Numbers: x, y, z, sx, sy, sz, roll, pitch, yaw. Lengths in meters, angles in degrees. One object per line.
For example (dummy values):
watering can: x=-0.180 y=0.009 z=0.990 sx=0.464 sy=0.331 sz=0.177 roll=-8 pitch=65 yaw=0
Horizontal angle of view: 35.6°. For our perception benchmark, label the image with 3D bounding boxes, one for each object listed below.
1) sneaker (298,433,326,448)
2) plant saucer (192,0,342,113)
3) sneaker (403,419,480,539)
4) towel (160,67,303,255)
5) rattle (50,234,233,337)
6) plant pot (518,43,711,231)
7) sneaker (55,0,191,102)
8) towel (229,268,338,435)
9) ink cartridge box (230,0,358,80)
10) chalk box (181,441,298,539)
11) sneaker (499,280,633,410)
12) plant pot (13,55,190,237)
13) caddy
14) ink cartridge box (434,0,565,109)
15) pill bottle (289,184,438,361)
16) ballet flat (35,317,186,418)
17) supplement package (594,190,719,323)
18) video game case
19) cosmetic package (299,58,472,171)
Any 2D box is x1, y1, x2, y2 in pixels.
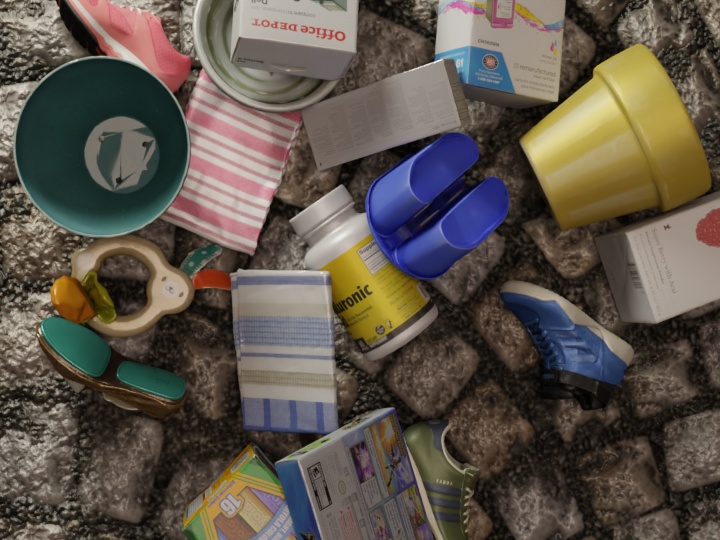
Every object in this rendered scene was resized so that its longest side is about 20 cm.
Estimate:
sneaker: x=-0.006 y=0.254 z=1.404 sx=0.089 sy=0.067 sz=0.202 roll=-21 pitch=85 yaw=-26
plant saucer: x=-0.111 y=-0.286 z=1.387 sx=0.197 sy=0.050 sz=0.203 roll=3 pitch=78 yaw=-13
sneaker: x=0.115 y=0.281 z=1.406 sx=0.089 sy=0.067 sz=0.202 roll=-25 pitch=90 yaw=-2
towel: x=-0.165 y=-0.137 z=1.396 sx=0.145 sy=0.030 sz=0.203 roll=21 pitch=85 yaw=-7
rattle: x=-0.253 y=0.009 z=1.332 sx=0.197 sy=0.143 sz=0.132 roll=0 pitch=71 yaw=-2
plant pot: x=0.306 y=-0.148 z=1.396 sx=0.187 sy=0.201 sz=0.203 roll=-26 pitch=93 yaw=8
sneaker: x=-0.290 y=-0.292 z=1.370 sx=0.200 sy=0.074 sz=0.087 roll=47 pitch=71 yaw=-11
towel: x=-0.091 y=0.098 z=1.363 sx=0.145 sy=0.024 sz=0.203 roll=-1 pitch=95 yaw=29
ink cartridge box: x=-0.075 y=-0.344 z=1.337 sx=0.144 sy=0.084 sz=0.203 roll=5 pitch=77 yaw=-13
chalk box: x=-0.105 y=0.328 z=1.352 sx=0.124 sy=0.125 sz=0.200 roll=-43 pitch=94 yaw=-7
sneaker: x=0.248 y=0.103 z=1.431 sx=0.199 sy=0.077 sz=0.112 roll=33 pitch=75 yaw=-13
plant pot: x=-0.292 y=-0.141 z=1.320 sx=0.197 sy=0.135 sz=0.203 roll=0 pitch=93 yaw=-2
caddy: x=0.090 y=-0.076 z=1.368 sx=0.142 sy=0.105 sz=0.200 roll=54 pitch=44 yaw=-4
ink cartridge box: x=0.176 y=-0.317 z=1.405 sx=0.143 sy=0.084 sz=0.203 roll=5 pitch=87 yaw=-28
pill bottle: x=0.000 y=0.000 z=1.379 sx=0.111 sy=0.111 sz=0.201 roll=-34 pitch=93 yaw=-7
ballet flat: x=-0.307 y=0.127 z=1.356 sx=0.198 sy=0.068 sz=0.073 roll=25 pitch=130 yaw=-12
supplement package: x=0.425 y=-0.023 z=1.437 sx=0.198 sy=0.120 sz=0.123 roll=-20 pitch=91 yaw=-8
video game case: x=0.001 y=0.285 z=1.305 sx=0.180 sy=0.045 sz=0.203 roll=-19 pitch=94 yaw=-48
cosmetic package: x=0.030 y=-0.189 z=1.366 sx=0.198 sy=0.051 sz=0.084 roll=-14 pitch=94 yaw=25
